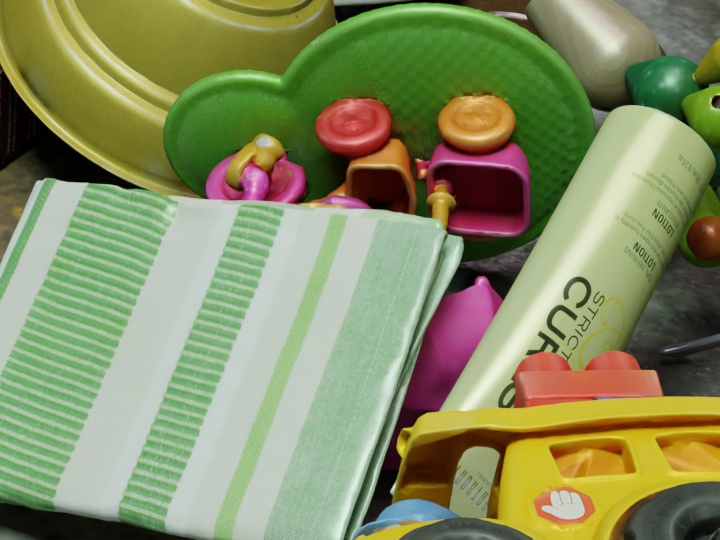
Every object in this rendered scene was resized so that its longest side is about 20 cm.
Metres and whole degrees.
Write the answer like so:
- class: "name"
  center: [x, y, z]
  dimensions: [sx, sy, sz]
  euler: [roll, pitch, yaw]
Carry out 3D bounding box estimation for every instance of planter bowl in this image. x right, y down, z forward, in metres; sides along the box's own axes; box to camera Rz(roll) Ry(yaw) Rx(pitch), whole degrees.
- class: "planter bowl"
  center: [-0.076, -0.132, 1.125]
  dimensions: [0.199, 0.084, 0.201]
  euler: [17, 42, -17]

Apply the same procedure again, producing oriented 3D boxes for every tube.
- class: "tube"
  center: [0.080, 0.027, 0.910]
  dimensions: [0.058, 0.052, 0.201]
  euler: [29, 68, 5]

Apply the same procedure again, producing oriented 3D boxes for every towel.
- class: "towel"
  center: [-0.071, 0.035, 0.905]
  dimensions: [0.199, 0.023, 0.153]
  euler: [7, 59, 26]

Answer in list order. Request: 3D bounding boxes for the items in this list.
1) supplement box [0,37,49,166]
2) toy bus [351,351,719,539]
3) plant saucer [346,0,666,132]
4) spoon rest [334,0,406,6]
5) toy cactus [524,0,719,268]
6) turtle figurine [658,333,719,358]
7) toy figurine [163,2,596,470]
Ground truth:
- class: "supplement box"
  center: [-0.198, -0.114, 1.164]
  dimensions: [0.108, 0.061, 0.200]
  euler: [21, 38, 20]
- class: "toy bus"
  center: [0.065, 0.105, 0.800]
  dimensions: [0.199, 0.136, 0.192]
  euler: [-3, 38, -10]
- class: "plant saucer"
  center: [0.079, -0.116, 1.237]
  dimensions: [0.199, 0.032, 0.201]
  euler: [5, 33, -3]
- class: "spoon rest"
  center: [-0.038, -0.169, 1.264]
  dimensions: [0.199, 0.061, 0.099]
  euler: [6, 26, 6]
- class: "toy cactus"
  center: [0.146, -0.075, 1.044]
  dimensions: [0.165, 0.102, 0.200]
  euler: [49, 8, 10]
- class: "turtle figurine"
  center: [0.233, 0.053, 0.969]
  dimensions: [0.193, 0.201, 0.144]
  euler: [29, 7, -4]
- class: "toy figurine"
  center: [0.000, 0.000, 0.977]
  dimensions: [0.199, 0.151, 0.185]
  euler: [0, 43, 7]
